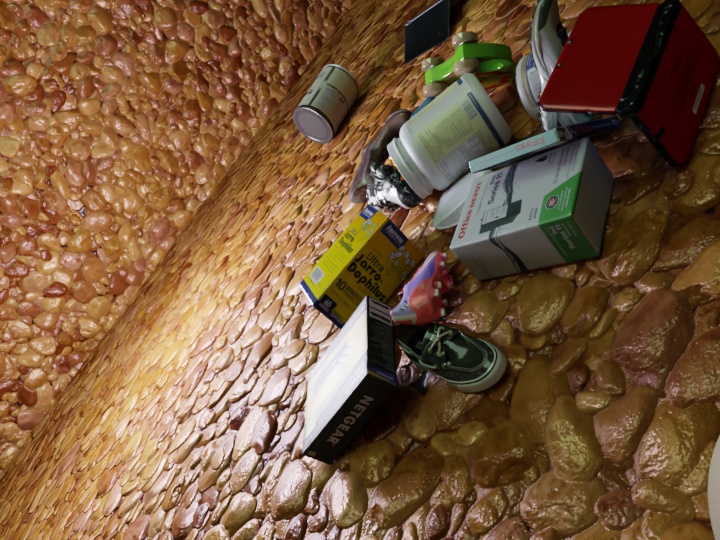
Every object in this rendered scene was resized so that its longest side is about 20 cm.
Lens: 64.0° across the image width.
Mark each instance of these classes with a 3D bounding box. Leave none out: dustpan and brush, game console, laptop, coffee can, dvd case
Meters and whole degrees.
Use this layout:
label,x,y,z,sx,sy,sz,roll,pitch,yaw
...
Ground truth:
label,x,y,z,sx,sy,sz,roll,pitch,yaw
dustpan and brush,0.216,-0.139,0.968,0.199,0.057,0.141,-38,16,36
game console,0.360,-0.249,0.765,0.118,0.171,0.203,-13,43,61
laptop,0.231,-0.732,1.734,0.198,0.118,0.185,-33,13,-39
coffee can,-0.107,-0.532,1.840,0.145,0.146,0.203,-6,48,53
dvd case,0.270,-0.184,0.838,0.197,0.023,0.144,-22,5,-41

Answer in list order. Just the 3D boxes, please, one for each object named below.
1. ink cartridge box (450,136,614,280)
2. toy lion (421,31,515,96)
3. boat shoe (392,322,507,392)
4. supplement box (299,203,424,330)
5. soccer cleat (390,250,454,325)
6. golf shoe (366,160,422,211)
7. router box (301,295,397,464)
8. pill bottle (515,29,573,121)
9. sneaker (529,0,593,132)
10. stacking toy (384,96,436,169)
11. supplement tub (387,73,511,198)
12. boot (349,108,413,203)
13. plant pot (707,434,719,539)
label,x,y,z,sx,sy,sz,roll,pitch,yaw
ink cartridge box,0.238,-0.080,0.814,0.198,0.083,0.149,-16,41,47
toy lion,0.228,-0.393,1.130,0.199,0.187,0.071,176,89,-70
boat shoe,0.111,0.110,0.785,0.198,0.064,0.072,5,58,58
supplement box,0.000,0.000,1.043,0.201,0.109,0.109,-49,27,1
soccer cleat,0.095,0.023,0.858,0.075,0.068,0.201,-13,18,17
golf shoe,0.066,-0.154,1.201,0.096,0.076,0.201,-66,26,19
router box,-0.019,0.164,0.865,0.201,0.051,0.159,-55,21,31
pill bottle,0.357,-0.324,0.910,0.198,0.115,0.118,-15,42,47
sneaker,0.297,-0.306,0.846,0.078,0.204,0.074,-1,28,37
stacking toy,0.113,-0.265,1.237,0.199,0.110,0.117,-33,15,50
supplement tub,0.161,-0.242,1.059,0.198,0.145,0.146,-35,30,18
boot,0.047,-0.265,1.356,0.186,0.064,0.203,-41,22,45
plant pot,0.313,0.142,0.364,0.199,0.134,0.203,-36,29,24
